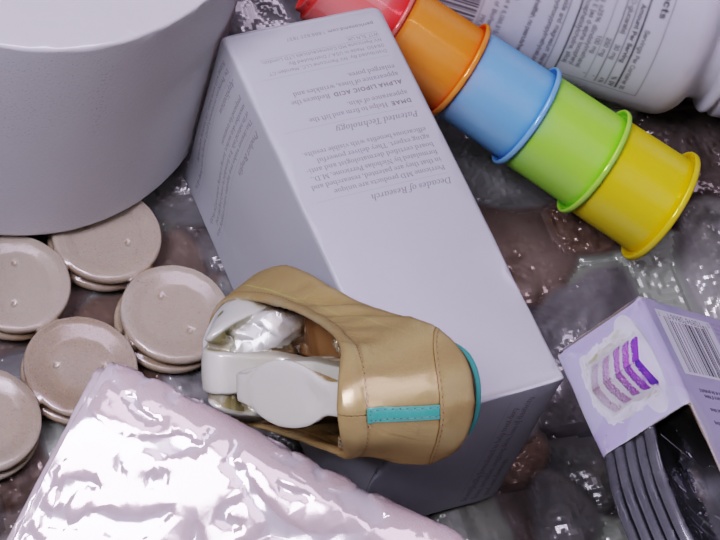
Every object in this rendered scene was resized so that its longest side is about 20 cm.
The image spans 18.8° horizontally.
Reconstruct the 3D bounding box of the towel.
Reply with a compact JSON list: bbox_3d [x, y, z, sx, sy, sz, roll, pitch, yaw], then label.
[{"bbox_3d":[-0.052,0.161,0.824,0.200,0.032,0.191,26,84,6],"label":"towel"}]

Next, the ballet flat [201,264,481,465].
[{"bbox_3d":[-0.028,0.035,0.847,0.063,0.200,0.069,-7,96,-28],"label":"ballet flat"}]

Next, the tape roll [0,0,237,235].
[{"bbox_3d":[-0.152,-0.134,0.950,0.202,0.139,0.203,7,56,-11],"label":"tape roll"}]

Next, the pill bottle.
[{"bbox_3d":[0.117,-0.143,1.063,0.200,0.113,0.113,17,55,-5],"label":"pill bottle"}]

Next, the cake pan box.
[{"bbox_3d":[0.179,0.111,0.896,0.200,0.052,0.184,14,45,-51],"label":"cake pan box"}]

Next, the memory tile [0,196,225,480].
[{"bbox_3d":[-0.168,-0.009,0.961,0.153,0.017,0.200,-31,71,-29],"label":"memory tile"}]

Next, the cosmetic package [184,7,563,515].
[{"bbox_3d":[0.000,0.000,0.943,0.081,0.113,0.200,-15,65,-23],"label":"cosmetic package"}]

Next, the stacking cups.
[{"bbox_3d":[0.060,-0.078,1.013,0.200,0.061,0.061,30,55,-10],"label":"stacking cups"}]
